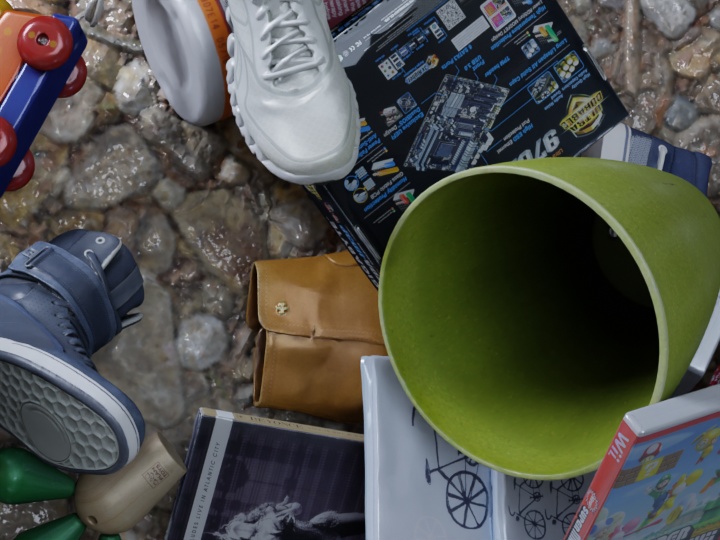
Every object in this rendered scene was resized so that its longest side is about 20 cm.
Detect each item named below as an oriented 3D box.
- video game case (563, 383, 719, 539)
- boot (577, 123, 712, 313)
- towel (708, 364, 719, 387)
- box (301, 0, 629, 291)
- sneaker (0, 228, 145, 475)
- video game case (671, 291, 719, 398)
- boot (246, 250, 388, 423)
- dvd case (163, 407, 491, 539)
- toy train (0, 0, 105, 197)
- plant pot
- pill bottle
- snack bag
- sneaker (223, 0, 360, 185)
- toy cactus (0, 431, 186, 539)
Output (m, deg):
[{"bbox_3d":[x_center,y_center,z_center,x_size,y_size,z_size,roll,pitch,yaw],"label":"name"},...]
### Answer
[{"bbox_3d":[0.178,0.141,1.020,0.143,0.200,0.017,-13,48,-32],"label":"video game case"},{"bbox_3d":[0.191,-0.005,1.212,0.090,0.073,0.200,16,75,-9],"label":"boot"},{"bbox_3d":[0.243,0.098,1.158,0.022,0.145,0.200,18,47,21],"label":"towel"},{"bbox_3d":[0.051,-0.105,1.104,0.200,0.046,0.159,-39,105,-12],"label":"box"},{"bbox_3d":[-0.164,0.041,1.032,0.146,0.202,0.077,-33,128,-37],"label":"sneaker"},{"bbox_3d":[0.253,0.002,1.196,0.018,0.143,0.200,27,72,6],"label":"video game case"},{"bbox_3d":[0.000,0.001,1.151,0.144,0.071,0.201,10,81,-17],"label":"boot"},{"bbox_3d":[-0.024,0.171,1.104,0.200,0.016,0.149,11,108,-17],"label":"dvd case"},{"bbox_3d":[-0.228,-0.155,1.094,0.116,0.085,0.200,27,82,2],"label":"toy train"},{"bbox_3d":[0.144,0.006,1.061,0.200,0.187,0.187,-25,88,-52],"label":"plant pot"},{"bbox_3d":[-0.039,-0.179,1.148,0.200,0.114,0.114,-23,88,-20],"label":"pill bottle"},{"bbox_3d":[0.085,0.144,1.081,0.200,0.021,0.189,10,70,-29],"label":"snack bag"},{"bbox_3d":[-0.049,-0.145,1.019,0.075,0.081,0.200,-14,70,-4],"label":"sneaker"},{"bbox_3d":[-0.181,0.157,1.036,0.165,0.102,0.200,-37,95,0],"label":"toy cactus"}]
